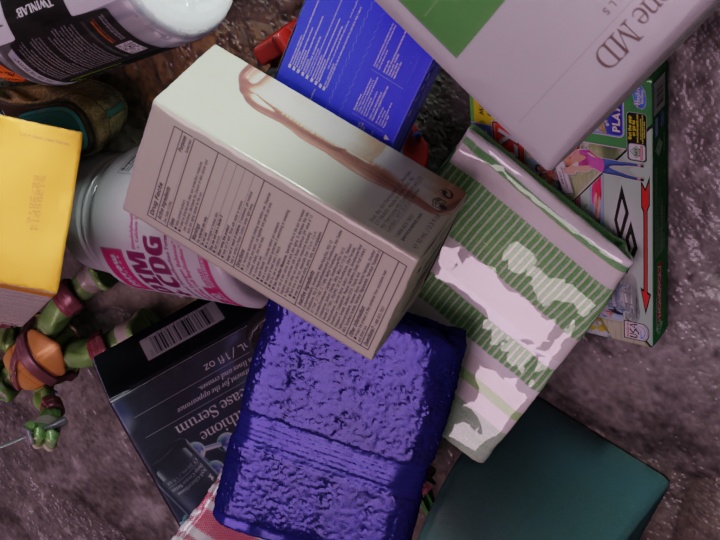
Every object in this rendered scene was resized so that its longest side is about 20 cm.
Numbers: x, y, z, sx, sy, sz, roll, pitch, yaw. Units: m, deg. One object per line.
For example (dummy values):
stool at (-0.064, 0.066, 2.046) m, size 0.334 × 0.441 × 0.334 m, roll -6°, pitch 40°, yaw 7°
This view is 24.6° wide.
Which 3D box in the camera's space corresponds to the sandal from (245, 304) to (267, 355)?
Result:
sandal at (0.000, 0.000, 1.195) m, size 0.199 × 0.045 × 0.075 m, roll -32°, pitch 125°, yaw 14°

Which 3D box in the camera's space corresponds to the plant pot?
plant pot at (0.105, 0.219, 1.202) m, size 0.141 × 0.200 × 0.142 m, roll 31°, pitch 133°, yaw 15°

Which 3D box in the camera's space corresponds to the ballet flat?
ballet flat at (-0.265, -0.124, 1.341) m, size 0.199 × 0.071 × 0.071 m, roll 2°, pitch 120°, yaw 40°

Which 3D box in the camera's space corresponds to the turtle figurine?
turtle figurine at (-0.281, 0.074, 1.411) m, size 0.193 × 0.199 × 0.145 m, roll -31°, pitch 61°, yaw 23°

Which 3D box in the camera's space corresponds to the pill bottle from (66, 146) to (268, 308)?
pill bottle at (-0.134, -0.038, 1.260) m, size 0.199 × 0.113 × 0.114 m, roll 8°, pitch 124°, yaw 43°

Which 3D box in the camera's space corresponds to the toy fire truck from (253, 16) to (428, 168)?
toy fire truck at (0.002, -0.146, 1.139) m, size 0.140 × 0.049 × 0.201 m, roll -22°, pitch 105°, yaw 41°

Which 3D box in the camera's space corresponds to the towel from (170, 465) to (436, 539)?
towel at (-0.053, 0.195, 1.255) m, size 0.146 × 0.030 × 0.201 m, roll 33°, pitch 101°, yaw -19°

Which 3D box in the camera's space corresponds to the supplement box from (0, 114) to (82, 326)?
supplement box at (-0.275, -0.034, 1.279) m, size 0.073 × 0.127 × 0.200 m, roll 10°, pitch 168°, yaw -17°

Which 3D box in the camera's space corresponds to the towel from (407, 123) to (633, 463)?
towel at (0.078, 0.019, 1.135) m, size 0.152 × 0.023 × 0.201 m, roll 38°, pitch 118°, yaw 4°

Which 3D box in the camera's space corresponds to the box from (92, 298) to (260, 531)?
box at (-0.097, 0.130, 1.300) m, size 0.201 × 0.148 × 0.107 m, roll 63°, pitch 172°, yaw -22°

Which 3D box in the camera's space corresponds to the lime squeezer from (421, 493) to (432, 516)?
lime squeezer at (0.047, 0.132, 1.282) m, size 0.070 × 0.038 × 0.201 m, roll 23°, pitch 150°, yaw 5°

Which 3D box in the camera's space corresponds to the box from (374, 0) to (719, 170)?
box at (0.135, -0.206, 0.894) m, size 0.171 × 0.200 × 0.199 m, roll 44°, pitch 134°, yaw 1°

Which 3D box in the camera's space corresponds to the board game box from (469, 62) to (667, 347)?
board game box at (0.141, -0.052, 1.114) m, size 0.133 × 0.029 × 0.202 m, roll 12°, pitch 125°, yaw 29°

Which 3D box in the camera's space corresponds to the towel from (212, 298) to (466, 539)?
towel at (-0.015, 0.110, 1.168) m, size 0.146 × 0.050 × 0.202 m, roll 17°, pitch 112°, yaw 5°

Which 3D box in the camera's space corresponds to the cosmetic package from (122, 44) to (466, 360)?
cosmetic package at (-0.044, -0.046, 1.084) m, size 0.199 × 0.087 × 0.104 m, roll 32°, pitch 133°, yaw 6°

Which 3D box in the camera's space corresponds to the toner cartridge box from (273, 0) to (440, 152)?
toner cartridge box at (-0.008, -0.120, 1.100) m, size 0.095 × 0.043 × 0.201 m, roll 34°, pitch 132°, yaw 8°

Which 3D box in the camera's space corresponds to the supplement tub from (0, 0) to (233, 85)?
supplement tub at (-0.196, -0.205, 1.194) m, size 0.199 × 0.123 × 0.123 m, roll -11°, pitch 112°, yaw 40°
